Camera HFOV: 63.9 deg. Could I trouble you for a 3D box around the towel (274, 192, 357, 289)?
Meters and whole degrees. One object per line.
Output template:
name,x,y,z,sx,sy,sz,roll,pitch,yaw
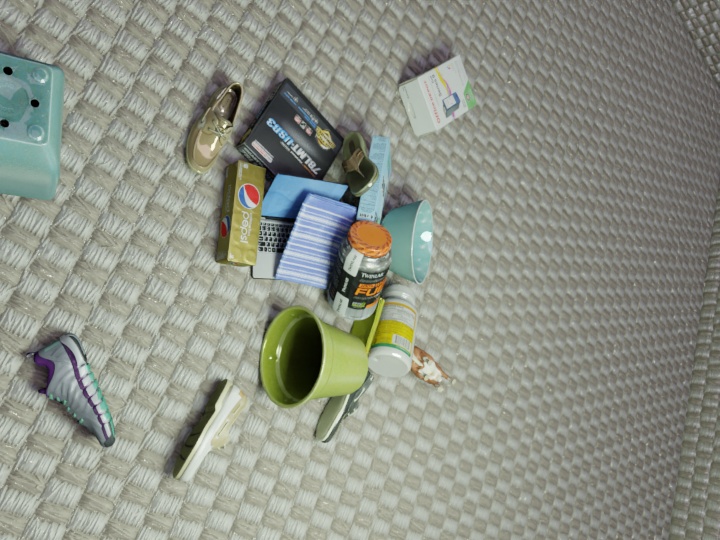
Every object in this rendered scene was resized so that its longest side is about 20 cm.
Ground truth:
towel,-0.094,-0.060,1.263,0.142,0.024,0.205,13,106,-40

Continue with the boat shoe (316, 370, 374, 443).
boat shoe,-0.032,0.308,1.322,0.068,0.071,0.202,44,60,-23

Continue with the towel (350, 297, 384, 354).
towel,-0.004,0.158,1.347,0.018,0.085,0.205,33,67,-34

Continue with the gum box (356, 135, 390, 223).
gum box,0.035,-0.184,1.362,0.043,0.170,0.206,10,77,7

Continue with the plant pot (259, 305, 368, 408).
plant pot,-0.085,0.192,1.232,0.182,0.196,0.207,18,76,-48

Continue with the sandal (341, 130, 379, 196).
sandal,-0.015,-0.240,1.277,0.057,0.079,0.204,29,31,-41

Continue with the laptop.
laptop,-0.129,-0.085,1.245,0.183,0.114,0.207,3,85,-38

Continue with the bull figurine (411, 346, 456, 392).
bull figurine,0.153,0.239,1.456,0.198,0.121,0.066,34,91,-37

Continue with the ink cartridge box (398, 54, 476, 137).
ink cartridge box,0.210,-0.473,1.565,0.198,0.086,0.149,-35,109,-33

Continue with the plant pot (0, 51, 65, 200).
plant pot,-0.544,-0.232,0.867,0.192,0.197,0.203,5,84,-37

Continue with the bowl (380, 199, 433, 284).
bowl,0.107,-0.073,1.414,0.200,0.102,0.208,6,90,-71

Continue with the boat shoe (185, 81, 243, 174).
boat shoe,-0.290,-0.291,1.160,0.071,0.064,0.205,32,68,-32

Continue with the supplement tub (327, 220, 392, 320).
supplement tub,0.000,0.000,1.280,0.121,0.122,0.204,-23,144,-37

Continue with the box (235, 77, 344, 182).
box,-0.150,-0.281,1.285,0.200,0.049,0.202,43,60,-29

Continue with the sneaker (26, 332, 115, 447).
sneaker,-0.485,0.214,0.975,0.086,0.074,0.205,-23,92,-23

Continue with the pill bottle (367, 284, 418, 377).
pill bottle,0.080,0.140,1.381,0.112,0.111,0.204,38,47,-30

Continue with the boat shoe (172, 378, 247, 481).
boat shoe,-0.285,0.316,1.116,0.068,0.074,0.203,39,63,-23

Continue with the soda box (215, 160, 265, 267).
soda box,-0.245,-0.113,1.185,0.066,0.063,0.207,10,81,-37
